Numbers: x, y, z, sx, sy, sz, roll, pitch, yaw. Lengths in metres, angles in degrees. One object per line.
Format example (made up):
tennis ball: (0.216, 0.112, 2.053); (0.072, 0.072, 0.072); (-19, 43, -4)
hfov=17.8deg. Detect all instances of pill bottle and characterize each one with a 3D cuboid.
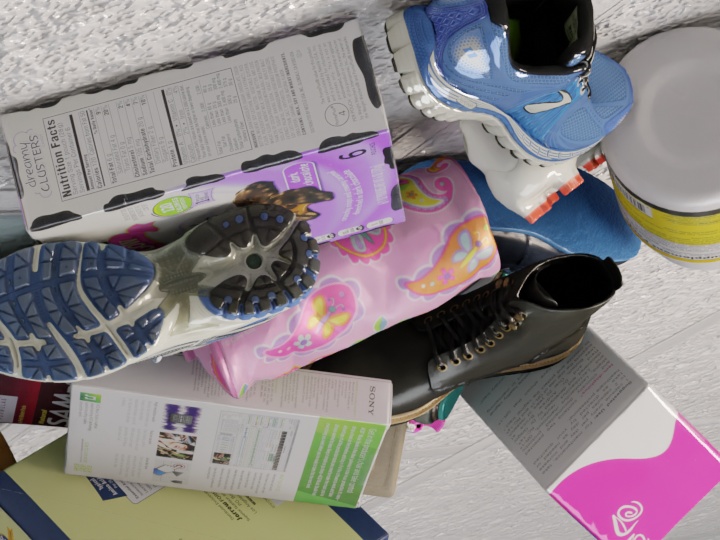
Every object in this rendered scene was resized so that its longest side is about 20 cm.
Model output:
pill bottle: (0.213, -0.069, 1.443); (0.114, 0.114, 0.200); (-18, 164, 6)

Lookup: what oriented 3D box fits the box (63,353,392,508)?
box: (-0.088, 0.101, 1.470); (0.200, 0.036, 0.144); (9, 152, -5)

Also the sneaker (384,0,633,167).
sneaker: (0.102, -0.112, 1.260); (0.089, 0.079, 0.200); (-23, 162, 31)

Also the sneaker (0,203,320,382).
sneaker: (-0.122, 0.024, 1.244); (0.200, 0.077, 0.085); (-10, 165, -15)

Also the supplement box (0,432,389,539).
supplement box: (-0.127, 0.202, 1.567); (0.200, 0.200, 0.134); (-30, 150, -35)

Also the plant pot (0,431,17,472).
plant pot: (-0.337, 0.173, 1.612); (0.183, 0.200, 0.200); (-26, 169, -24)

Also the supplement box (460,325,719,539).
supplement box: (0.153, 0.102, 1.592); (0.103, 0.200, 0.101); (-46, 118, 1)

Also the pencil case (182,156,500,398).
pencil case: (-0.015, 0.005, 1.390); (0.200, 0.087, 0.087); (-27, 166, -10)

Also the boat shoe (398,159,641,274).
boat shoe: (0.093, -0.037, 1.526); (0.200, 0.084, 0.069); (14, 149, -29)

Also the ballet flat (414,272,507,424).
ballet flat: (0.076, 0.017, 1.609); (0.200, 0.064, 0.067); (-55, 160, -22)

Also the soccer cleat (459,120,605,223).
soccer cleat: (0.104, -0.078, 1.410); (0.069, 0.078, 0.200); (-40, 179, 11)

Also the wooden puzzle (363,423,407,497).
wooden puzzle: (-0.058, 0.111, 1.693); (0.185, 0.046, 0.200); (7, 141, -1)

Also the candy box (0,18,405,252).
candy box: (-0.083, -0.055, 1.279); (0.200, 0.072, 0.168); (-16, 164, 0)

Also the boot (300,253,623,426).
boot: (0.063, 0.036, 1.477); (0.200, 0.078, 0.138); (-21, 169, -16)

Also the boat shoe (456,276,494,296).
boat shoe: (0.000, 0.000, 1.556); (0.200, 0.072, 0.066); (-11, 162, 1)

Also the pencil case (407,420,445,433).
pencil case: (-0.036, 0.104, 1.832); (0.200, 0.088, 0.088); (-9, 162, -21)

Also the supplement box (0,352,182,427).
supplement box: (-0.151, 0.062, 1.516); (0.200, 0.061, 0.109); (5, 155, -10)
